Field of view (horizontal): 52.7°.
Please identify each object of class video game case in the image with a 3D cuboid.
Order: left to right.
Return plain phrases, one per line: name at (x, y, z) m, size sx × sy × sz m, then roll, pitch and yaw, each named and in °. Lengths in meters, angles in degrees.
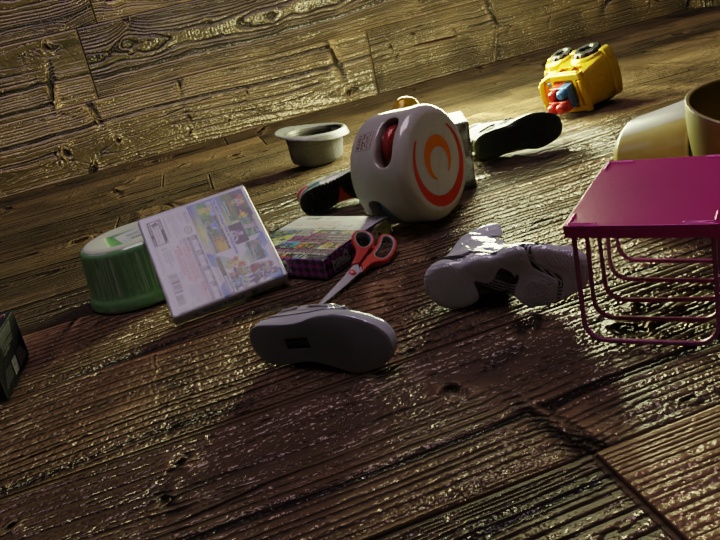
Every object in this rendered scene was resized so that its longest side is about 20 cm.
video game case at (-0.228, -0.030, 1.113) m, size 0.178 × 0.022 × 0.202 m, roll -21°, pitch 56°, yaw -16°
video game case at (-0.075, -0.042, 1.187) m, size 0.196 × 0.037 × 0.180 m, roll 3°, pitch 26°, yaw 38°

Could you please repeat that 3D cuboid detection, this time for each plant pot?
plant pot at (0.492, -0.138, 0.879) m, size 0.194 × 0.145 × 0.202 m, roll -7°, pitch 29°, yaw 4°

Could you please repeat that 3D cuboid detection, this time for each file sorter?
file sorter at (0.307, -0.026, 0.748) m, size 0.136 × 0.129 × 0.200 m, roll 0°, pitch 25°, yaw 32°

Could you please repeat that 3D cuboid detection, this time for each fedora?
fedora at (-0.123, -0.326, 1.905) m, size 0.194 × 0.093 × 0.178 m, roll -6°, pitch 22°, yaw 3°

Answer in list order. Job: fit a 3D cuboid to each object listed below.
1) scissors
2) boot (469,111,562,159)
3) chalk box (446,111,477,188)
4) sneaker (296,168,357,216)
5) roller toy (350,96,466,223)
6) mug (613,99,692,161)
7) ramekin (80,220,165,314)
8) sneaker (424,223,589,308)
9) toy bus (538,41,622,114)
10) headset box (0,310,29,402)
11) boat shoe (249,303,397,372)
scissors at (0.000, 0.000, 1.045) m, size 0.071 × 0.014 × 0.201 m, roll 19°, pitch 39°, yaw 6°
boot at (0.311, -0.294, 1.554) m, size 0.198 × 0.075 × 0.154 m, roll -17°, pitch 17°, yaw -8°
chalk box at (0.114, -0.215, 1.396) m, size 0.194 × 0.128 × 0.124 m, roll -10°, pitch 20°, yaw 6°
sneaker at (-0.039, -0.174, 1.463) m, size 0.195 × 0.072 × 0.093 m, roll -21°, pitch 26°, yaw -11°
roller toy at (0.075, -0.175, 1.208) m, size 0.137 × 0.205 × 0.181 m, roll -1°, pitch 24°, yaw 44°
mug at (0.429, -0.162, 1.021) m, size 0.183 × 0.154 × 0.152 m, roll -16°, pitch 11°, yaw -28°
ramekin at (-0.369, -0.016, 1.220) m, size 0.194 × 0.100 × 0.201 m, roll -12°, pitch 20°, yaw 4°
sneaker at (0.180, -0.013, 0.874) m, size 0.195 × 0.077 × 0.115 m, roll -7°, pitch 23°, yaw 28°
toy bus at (0.508, -0.448, 1.784) m, size 0.191 × 0.138 × 0.199 m, roll -39°, pitch 26°, yaw -20°
headset box at (-0.564, 0.139, 0.968) m, size 0.195 × 0.079 × 0.149 m, roll -15°, pitch 20°, yaw -9°
boat shoe at (-0.037, 0.064, 0.817) m, size 0.196 × 0.075 × 0.065 m, roll 1°, pitch 28°, yaw 34°
